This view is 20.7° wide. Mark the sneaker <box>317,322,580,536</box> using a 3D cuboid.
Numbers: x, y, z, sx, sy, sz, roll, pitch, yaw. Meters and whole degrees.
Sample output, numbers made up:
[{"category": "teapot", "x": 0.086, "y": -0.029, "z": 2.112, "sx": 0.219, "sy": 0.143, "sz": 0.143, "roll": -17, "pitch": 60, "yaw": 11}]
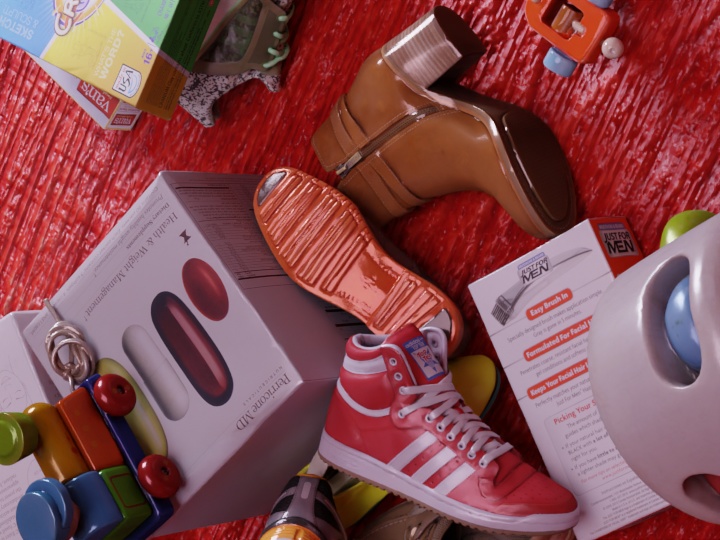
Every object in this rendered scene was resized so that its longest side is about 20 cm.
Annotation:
[{"category": "sneaker", "x": 0.065, "y": 0.105, "z": 1.357, "sx": 0.200, "sy": 0.071, "sz": 0.113, "roll": 17, "pitch": 107, "yaw": 26}]

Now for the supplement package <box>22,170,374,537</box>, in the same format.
[{"category": "supplement package", "x": -0.111, "y": 0.061, "z": 1.502, "sx": 0.191, "sy": 0.147, "sz": 0.200, "roll": -47, "pitch": 67, "yaw": 26}]

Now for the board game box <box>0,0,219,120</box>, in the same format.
[{"category": "board game box", "x": -0.193, "y": -0.221, "z": 1.534, "sx": 0.200, "sy": 0.040, "sz": 0.153, "roll": 27, "pitch": 97, "yaw": 39}]

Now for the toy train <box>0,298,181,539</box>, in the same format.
[{"category": "toy train", "x": -0.226, "y": 0.110, "z": 1.423, "sx": 0.085, "sy": 0.116, "sz": 0.200, "roll": -42, "pitch": 70, "yaw": 31}]

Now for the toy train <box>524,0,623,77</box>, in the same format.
[{"category": "toy train", "x": 0.159, "y": -0.244, "z": 1.371, "sx": 0.150, "sy": 0.056, "sz": 0.200, "roll": 35, "pitch": 113, "yaw": 26}]

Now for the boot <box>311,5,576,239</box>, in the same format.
[{"category": "boot", "x": 0.055, "y": -0.072, "z": 1.433, "sx": 0.155, "sy": 0.077, "sz": 0.200, "roll": -43, "pitch": 76, "yaw": 32}]

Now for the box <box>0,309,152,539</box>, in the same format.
[{"category": "box", "x": -0.266, "y": 0.153, "z": 1.632, "sx": 0.152, "sy": 0.106, "sz": 0.200, "roll": -31, "pitch": 75, "yaw": 30}]

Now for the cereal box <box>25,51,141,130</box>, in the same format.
[{"category": "cereal box", "x": -0.195, "y": -0.235, "z": 1.611, "sx": 0.144, "sy": 0.040, "sz": 0.200, "roll": 45, "pitch": 115, "yaw": 24}]

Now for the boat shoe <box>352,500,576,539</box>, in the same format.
[{"category": "boat shoe", "x": 0.062, "y": 0.195, "z": 1.442, "sx": 0.200, "sy": 0.065, "sz": 0.071, "roll": -23, "pitch": 79, "yaw": 32}]

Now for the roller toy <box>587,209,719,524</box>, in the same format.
[{"category": "roller toy", "x": 0.250, "y": 0.058, "z": 1.230, "sx": 0.200, "sy": 0.182, "sz": 0.140, "roll": 53, "pitch": 136, "yaw": -1}]

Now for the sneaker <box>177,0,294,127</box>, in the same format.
[{"category": "sneaker", "x": -0.079, "y": -0.185, "z": 1.535, "sx": 0.200, "sy": 0.077, "sz": 0.089, "roll": -36, "pitch": 105, "yaw": 27}]

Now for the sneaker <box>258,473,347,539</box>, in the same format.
[{"category": "sneaker", "x": -0.040, "y": 0.227, "z": 1.477, "sx": 0.078, "sy": 0.077, "sz": 0.200, "roll": 11, "pitch": 144, "yaw": 3}]

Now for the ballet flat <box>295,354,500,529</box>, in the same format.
[{"category": "ballet flat", "x": 0.017, "y": 0.126, "z": 1.460, "sx": 0.200, "sy": 0.067, "sz": 0.067, "roll": -44, "pitch": 38, "yaw": 28}]

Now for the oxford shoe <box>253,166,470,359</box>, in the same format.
[{"category": "oxford shoe", "x": 0.000, "y": 0.000, "z": 1.464, "sx": 0.200, "sy": 0.073, "sz": 0.071, "roll": 44, "pitch": 98, "yaw": 18}]

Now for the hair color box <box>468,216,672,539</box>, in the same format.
[{"category": "hair color box", "x": 0.169, "y": 0.075, "z": 1.369, "sx": 0.111, "sy": 0.064, "sz": 0.200, "roll": -30, "pitch": 77, "yaw": 32}]
